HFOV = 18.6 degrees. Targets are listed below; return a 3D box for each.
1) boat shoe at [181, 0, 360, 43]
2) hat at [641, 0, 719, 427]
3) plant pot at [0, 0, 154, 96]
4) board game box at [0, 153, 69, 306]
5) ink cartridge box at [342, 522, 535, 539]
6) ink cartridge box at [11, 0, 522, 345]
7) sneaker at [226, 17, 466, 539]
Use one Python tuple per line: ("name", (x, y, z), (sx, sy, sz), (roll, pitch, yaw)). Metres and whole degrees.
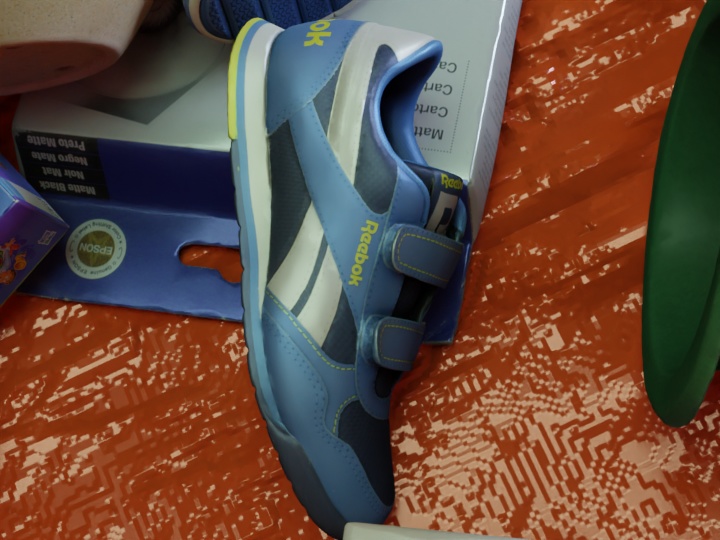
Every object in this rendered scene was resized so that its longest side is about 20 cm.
("boat shoe", (-0.003, -0.165, 0.880), (0.200, 0.072, 0.072), (-37, 59, -19))
("hat", (0.203, -0.016, 0.769), (0.175, 0.200, 0.167), (8, 90, -2))
("plant pot", (-0.147, -0.141, 0.842), (0.199, 0.200, 0.136), (-10, 84, 7))
("board game box", (-0.232, -0.036, 0.905), (0.135, 0.045, 0.200), (-47, 66, 4))
("ink cartridge box", (0.054, 0.198, 0.742), (0.146, 0.083, 0.201), (4, 67, 12))
("ink cartridge box", (-0.039, -0.078, 0.903), (0.198, 0.041, 0.201), (6, 68, 14))
("sneaker", (0.000, 0.000, 0.820), (0.082, 0.074, 0.202), (-7, 86, 11))
